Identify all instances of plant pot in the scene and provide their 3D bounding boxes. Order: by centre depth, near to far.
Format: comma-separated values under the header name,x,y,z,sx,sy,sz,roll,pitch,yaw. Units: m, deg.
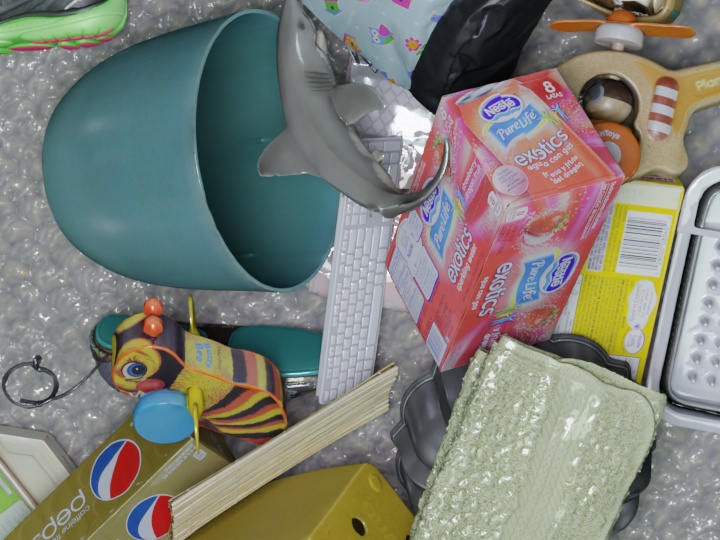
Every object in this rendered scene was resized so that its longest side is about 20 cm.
name,x,y,z,sx,sy,sz,roll,pitch,yaw
plant pot,-0.130,-0.079,1.653,0.161,0.200,0.201,-5,102,29
plant pot,-0.037,0.258,1.682,0.176,0.200,0.200,-34,97,30

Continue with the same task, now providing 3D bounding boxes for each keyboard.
name,x,y,z,sx,sy,sz,roll,pitch,yaw
keyboard,0.000,0.000,1.694,0.011,0.056,0.201,20,107,45

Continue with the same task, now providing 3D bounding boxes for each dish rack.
name,x,y,z,sx,sy,sz,roll,pitch,yaw
dish rack,0.307,0.026,1.695,0.171,0.044,0.201,10,103,-1

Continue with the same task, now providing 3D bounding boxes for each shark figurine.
name,x,y,z,sx,sy,sz,roll,pitch,yaw
shark figurine,-0.022,-0.076,1.583,0.089,0.215,0.128,-18,138,-23

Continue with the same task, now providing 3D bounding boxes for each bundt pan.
name,x,y,z,sx,sy,sz,roll,pitch,yaw
bundt pan,0.124,0.145,1.695,0.201,0.076,0.202,-1,121,-2

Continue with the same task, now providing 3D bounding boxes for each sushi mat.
name,x,y,z,sx,sy,sz,roll,pitch,yaw
sushi mat,-0.057,0.135,1.694,0.200,0.096,0.012,-31,71,-15

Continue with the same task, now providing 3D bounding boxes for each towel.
name,x,y,z,sx,sy,sz,roll,pitch,yaw
towel,0.120,0.153,1.623,0.148,0.036,0.200,18,104,-13
towel,0.071,-0.055,1.714,0.199,0.032,0.192,11,103,5

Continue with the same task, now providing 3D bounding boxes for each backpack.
name,x,y,z,sx,sy,sz,roll,pitch,yaw
backpack,0.032,-0.222,1.610,0.200,0.126,0.167,45,127,16

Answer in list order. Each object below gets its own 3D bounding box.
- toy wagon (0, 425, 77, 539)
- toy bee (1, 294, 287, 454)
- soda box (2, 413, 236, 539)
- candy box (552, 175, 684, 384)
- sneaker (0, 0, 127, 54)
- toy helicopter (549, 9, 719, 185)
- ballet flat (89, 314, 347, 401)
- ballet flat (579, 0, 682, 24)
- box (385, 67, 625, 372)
name,x,y,z,sx,sy,sz,roll,pitch,yaw
toy wagon,-0.306,0.210,1.808,0.200,0.040,0.155,-36,96,13
toy bee,-0.137,0.073,1.635,0.131,0.200,0.109,61,142,31
soda box,-0.188,0.186,1.729,0.200,0.068,0.064,-44,134,8
candy box,0.169,0.021,1.693,0.102,0.026,0.200,8,113,-4
sneaker,-0.271,-0.206,1.707,0.199,0.077,0.084,-2,84,4
toy helicopter,0.216,-0.132,1.620,0.200,0.079,0.133,-16,82,-9
ballet flat,-0.107,0.075,1.752,0.200,0.072,0.072,6,103,5
ballet flat,0.144,-0.235,1.651,0.200,0.063,0.069,25,102,1
box,0.095,-0.033,1.585,0.094,0.200,0.103,-16,59,-23
